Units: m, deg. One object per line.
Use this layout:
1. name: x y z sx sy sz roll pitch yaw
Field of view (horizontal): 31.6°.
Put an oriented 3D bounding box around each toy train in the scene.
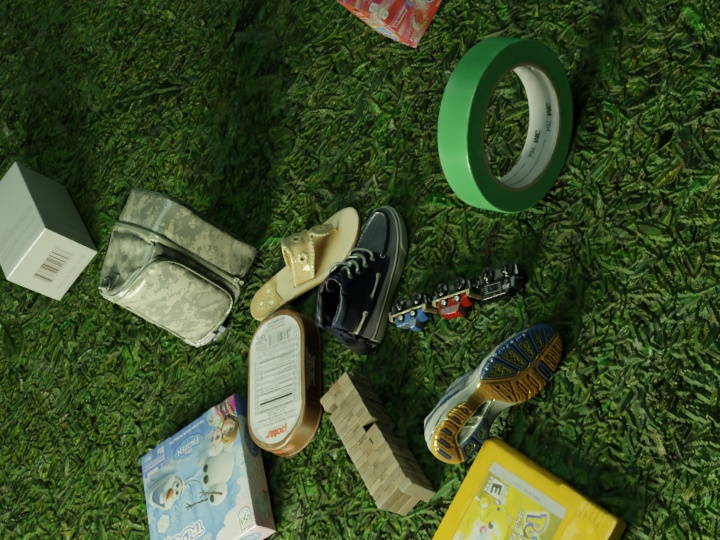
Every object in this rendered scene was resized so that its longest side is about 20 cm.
1. toy train: 0.116 0.037 1.573 0.198 0.034 0.047 -20 71 34

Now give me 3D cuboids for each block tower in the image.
1. block tower: 0.017 0.212 1.565 0.058 0.054 0.201 -48 46 15

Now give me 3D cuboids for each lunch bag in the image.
1. lunch bag: -0.264 0.000 1.819 0.138 0.199 0.170 18 80 47

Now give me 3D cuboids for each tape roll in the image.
1. tape roll: 0.173 -0.171 1.498 0.048 0.199 0.203 13 79 44

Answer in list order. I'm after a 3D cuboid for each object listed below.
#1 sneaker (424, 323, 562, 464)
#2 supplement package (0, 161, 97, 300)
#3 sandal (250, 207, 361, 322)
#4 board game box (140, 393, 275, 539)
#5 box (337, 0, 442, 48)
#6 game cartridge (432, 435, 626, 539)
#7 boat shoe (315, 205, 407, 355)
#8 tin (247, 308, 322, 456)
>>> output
1. sneaker: 0.145 0.129 1.474 0.200 0.075 0.088 -42 17 -1
2. supplement package: -0.548 -0.068 2.157 0.117 0.117 0.201 -48 47 14
3. sandal: -0.090 -0.013 1.753 0.212 0.069 0.078 -45 47 17
4. board game box: -0.212 0.303 1.734 0.199 0.043 0.201 -36 51 27
5. box: 0.070 -0.430 1.782 0.095 0.099 0.202 31 93 45
6. game cartridge: 0.173 0.303 1.398 0.199 0.032 0.178 29 91 47
7. boat shoe: 0.000 0.000 1.650 0.074 0.092 0.203 -5 67 40
8. tin: -0.105 0.149 1.717 0.111 0.042 0.203 -25 56 37
